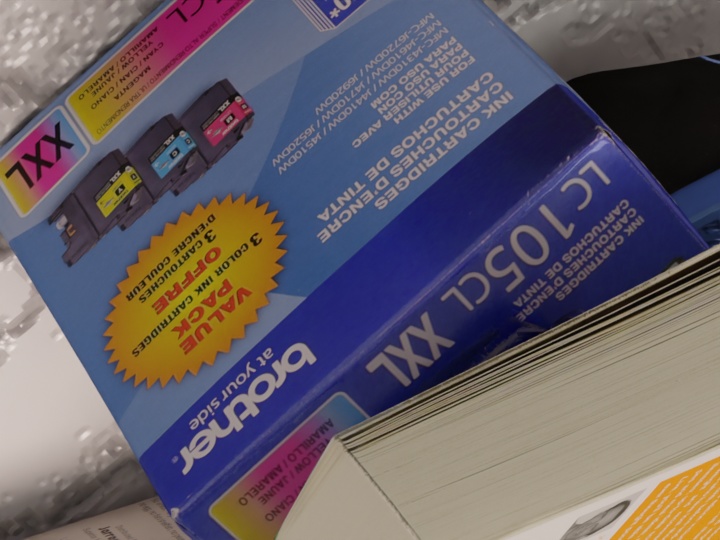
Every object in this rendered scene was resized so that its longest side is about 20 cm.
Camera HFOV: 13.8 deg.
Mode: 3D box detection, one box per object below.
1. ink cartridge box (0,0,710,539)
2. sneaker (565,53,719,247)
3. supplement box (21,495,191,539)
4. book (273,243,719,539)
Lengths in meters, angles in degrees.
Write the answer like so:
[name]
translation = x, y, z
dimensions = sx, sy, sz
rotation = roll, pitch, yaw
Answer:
[ink cartridge box]
translation = 0.000, 0.000, 0.733
dimensions = 0.136, 0.200, 0.076
rotation = -42, 129, 3
[sneaker]
translation = 0.051, -0.009, 0.847
dimensions = 0.200, 0.078, 0.070
rotation = -17, 132, 10
[supplement box]
translation = -0.027, 0.127, 0.863
dimensions = 0.200, 0.074, 0.126
rotation = -16, 106, -17
[book]
translation = 0.052, 0.055, 0.657
dimensions = 0.200, 0.048, 0.134
rotation = -22, 155, -40
